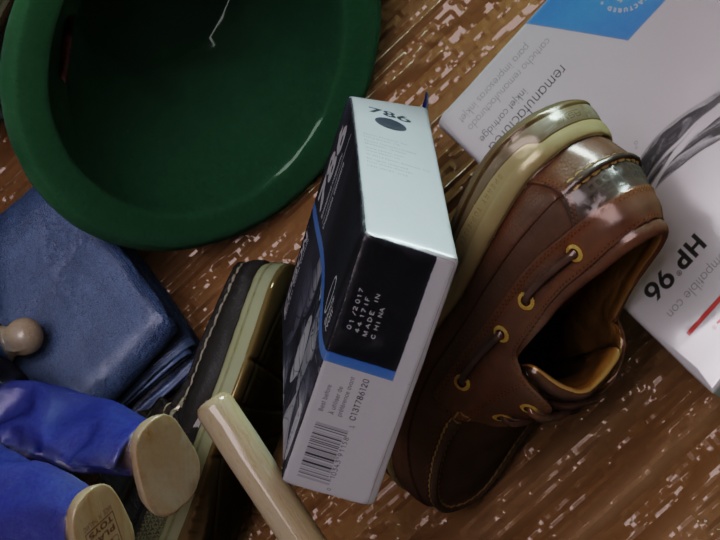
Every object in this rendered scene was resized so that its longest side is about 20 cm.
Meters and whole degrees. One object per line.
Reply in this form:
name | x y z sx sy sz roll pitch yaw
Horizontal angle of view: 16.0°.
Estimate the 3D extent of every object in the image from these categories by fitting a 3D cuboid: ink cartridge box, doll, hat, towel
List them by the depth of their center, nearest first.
ink cartridge box | 0.000 0.000 0.968 0.039 0.200 0.100 16 108 -6
ink cartridge box | 0.142 -0.028 0.990 0.116 0.068 0.200 -48 67 7
doll | -0.164 0.072 1.030 0.199 0.049 0.137 14 49 40
hat | -0.097 -0.133 1.110 0.176 0.165 0.201 44 119 55
towel | -0.167 0.056 1.111 0.200 0.048 0.112 -42 67 11

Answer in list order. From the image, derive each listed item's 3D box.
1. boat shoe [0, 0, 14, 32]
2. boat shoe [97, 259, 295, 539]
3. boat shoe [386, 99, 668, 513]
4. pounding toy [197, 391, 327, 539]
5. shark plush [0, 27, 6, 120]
boat shoe | -0.181 -0.169 1.101 0.071 0.076 0.201 -10 47 16
boat shoe | -0.079 0.086 1.055 0.064 0.073 0.201 19 87 19
boat shoe | 0.060 0.029 0.962 0.068 0.072 0.201 47 139 25
pounding toy | 0.016 0.174 0.960 0.183 0.142 0.201 16 86 24
shark plush | -0.176 -0.081 1.124 0.199 0.083 0.091 -29 88 -2
